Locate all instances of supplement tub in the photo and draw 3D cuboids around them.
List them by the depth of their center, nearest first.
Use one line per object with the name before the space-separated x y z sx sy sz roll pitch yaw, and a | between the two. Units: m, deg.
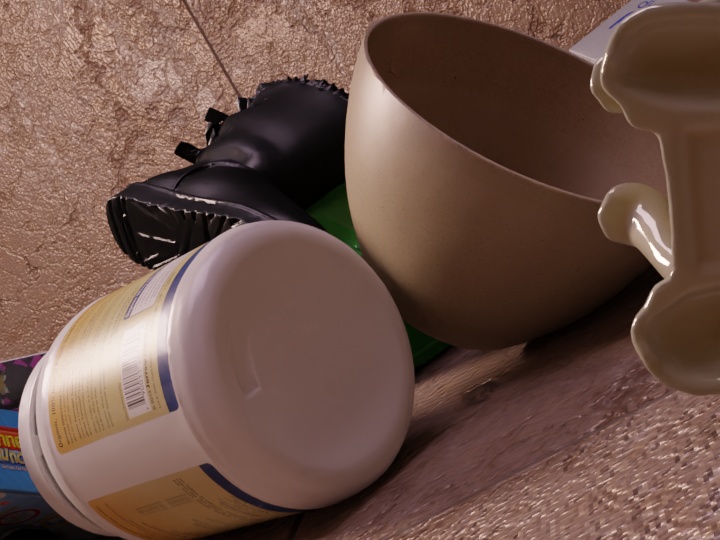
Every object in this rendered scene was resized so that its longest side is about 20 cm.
supplement tub | -0.083 0.067 0.773 0.200 0.145 0.144 -23 10 47

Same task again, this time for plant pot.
plant pot | 0.072 -0.036 0.807 0.200 0.200 0.135 -41 -23 -59

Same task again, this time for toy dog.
toy dog | 0.184 -0.060 0.586 0.193 0.140 0.200 -15 11 16

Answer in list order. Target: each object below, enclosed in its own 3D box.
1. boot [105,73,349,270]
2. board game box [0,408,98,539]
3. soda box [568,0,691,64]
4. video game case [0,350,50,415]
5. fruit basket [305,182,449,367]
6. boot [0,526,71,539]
boot | -0.042 -0.049 0.889 0.198 0.074 0.162 18 44 39
board game box | -0.266 0.157 0.931 0.199 0.056 0.196 -28 -23 21
soda box | 0.205 -0.107 0.851 0.068 0.064 0.200 -38 28 -4
video game case | -0.228 0.110 0.978 0.180 0.036 0.200 -12 -23 -14
fruit basket | 0.000 0.000 1.001 0.215 0.156 0.216 -19 22 8
boot | -0.274 0.207 0.861 0.174 0.069 0.200 -29 -2 13
